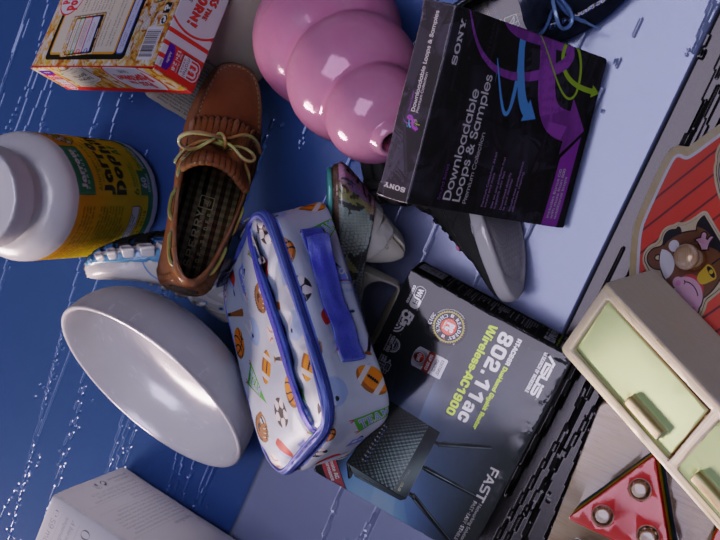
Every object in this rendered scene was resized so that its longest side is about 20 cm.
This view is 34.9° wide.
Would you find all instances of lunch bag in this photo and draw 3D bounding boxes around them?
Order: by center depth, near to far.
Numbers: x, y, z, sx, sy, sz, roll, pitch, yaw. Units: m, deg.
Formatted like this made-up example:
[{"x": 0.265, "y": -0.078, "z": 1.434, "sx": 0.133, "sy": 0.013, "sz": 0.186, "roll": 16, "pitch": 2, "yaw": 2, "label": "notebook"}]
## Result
[{"x": -0.049, "y": 0.049, "z": 0.905, "sx": 0.200, "sy": 0.075, "sz": 0.160, "roll": 70, "pitch": 154, "yaw": 20, "label": "lunch bag"}]

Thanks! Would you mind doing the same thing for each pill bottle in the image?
[{"x": -0.276, "y": -0.065, "z": 1.013, "sx": 0.112, "sy": 0.200, "sz": 0.113, "roll": 1, "pitch": 93, "yaw": 21, "label": "pill bottle"}]

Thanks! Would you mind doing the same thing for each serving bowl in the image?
[{"x": -0.167, "y": 0.083, "z": 1.012, "sx": 0.200, "sy": 0.200, "sz": 0.066, "roll": 31, "pitch": 60, "yaw": 17, "label": "serving bowl"}]

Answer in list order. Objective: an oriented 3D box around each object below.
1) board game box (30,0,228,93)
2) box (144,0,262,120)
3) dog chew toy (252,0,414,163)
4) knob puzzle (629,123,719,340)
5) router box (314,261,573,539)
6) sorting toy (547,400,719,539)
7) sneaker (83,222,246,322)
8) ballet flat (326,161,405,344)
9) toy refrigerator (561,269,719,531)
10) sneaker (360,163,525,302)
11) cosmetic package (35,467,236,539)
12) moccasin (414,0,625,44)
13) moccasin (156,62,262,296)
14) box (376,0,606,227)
[{"x": -0.192, "y": -0.232, "z": 0.990, "sx": 0.200, "sy": 0.046, "sz": 0.152, "roll": 11, "pitch": 78, "yaw": 45, "label": "board game box"}, {"x": -0.104, "y": -0.222, "z": 0.994, "sx": 0.200, "sy": 0.082, "sz": 0.068, "roll": -44, "pitch": 46, "yaw": 16, "label": "box"}, {"x": -0.010, "y": -0.158, "z": 0.904, "sx": 0.125, "sy": 0.124, "sz": 0.200, "roll": -44, "pitch": 46, "yaw": 17, "label": "dog chew toy"}, {"x": 0.274, "y": -0.014, "z": 0.854, "sx": 0.219, "sy": 0.030, "sz": 0.220, "roll": -7, "pitch": 81, "yaw": 45, "label": "knob puzzle"}, {"x": 0.071, "y": 0.115, "z": 0.954, "sx": 0.150, "sy": 0.062, "sz": 0.200, "roll": 27, "pitch": 103, "yaw": 10, "label": "router box"}, {"x": 0.245, "y": 0.233, "z": 0.896, "sx": 0.200, "sy": 0.070, "sz": 0.199, "roll": 22, "pitch": 100, "yaw": 19, "label": "sorting toy"}, {"x": -0.144, "y": 0.006, "z": 1.016, "sx": 0.199, "sy": 0.075, "sz": 0.087, "roll": -4, "pitch": 105, "yaw": 0, "label": "sneaker"}, {"x": 0.000, "y": 0.000, "z": 0.965, "sx": 0.071, "sy": 0.069, "sz": 0.201, "roll": 5, "pitch": 122, "yaw": 0, "label": "ballet flat"}, {"x": 0.243, "y": 0.099, "z": 0.836, "sx": 0.200, "sy": 0.070, "sz": 0.076, "roll": 51, "pitch": 134, "yaw": 28, "label": "toy refrigerator"}, {"x": 0.065, "y": -0.057, "z": 0.958, "sx": 0.099, "sy": 0.071, "sz": 0.201, "roll": -25, "pitch": 86, "yaw": 31, "label": "sneaker"}, {"x": -0.207, "y": 0.325, "z": 1.050, "sx": 0.200, "sy": 0.123, "sz": 0.200, "roll": 27, "pitch": 102, "yaw": 17, "label": "cosmetic package"}, {"x": 0.136, "y": -0.209, "z": 0.916, "sx": 0.200, "sy": 0.068, "sz": 0.081, "roll": -29, "pitch": 82, "yaw": 20, "label": "moccasin"}, {"x": -0.124, "y": -0.080, "z": 0.946, "sx": 0.073, "sy": 0.078, "sz": 0.202, "roll": 22, "pitch": 73, "yaw": -13, "label": "moccasin"}, {"x": 0.105, "y": -0.112, "z": 0.866, "sx": 0.036, "sy": 0.200, "sz": 0.143, "roll": 21, "pitch": 102, "yaw": 43, "label": "box"}]
